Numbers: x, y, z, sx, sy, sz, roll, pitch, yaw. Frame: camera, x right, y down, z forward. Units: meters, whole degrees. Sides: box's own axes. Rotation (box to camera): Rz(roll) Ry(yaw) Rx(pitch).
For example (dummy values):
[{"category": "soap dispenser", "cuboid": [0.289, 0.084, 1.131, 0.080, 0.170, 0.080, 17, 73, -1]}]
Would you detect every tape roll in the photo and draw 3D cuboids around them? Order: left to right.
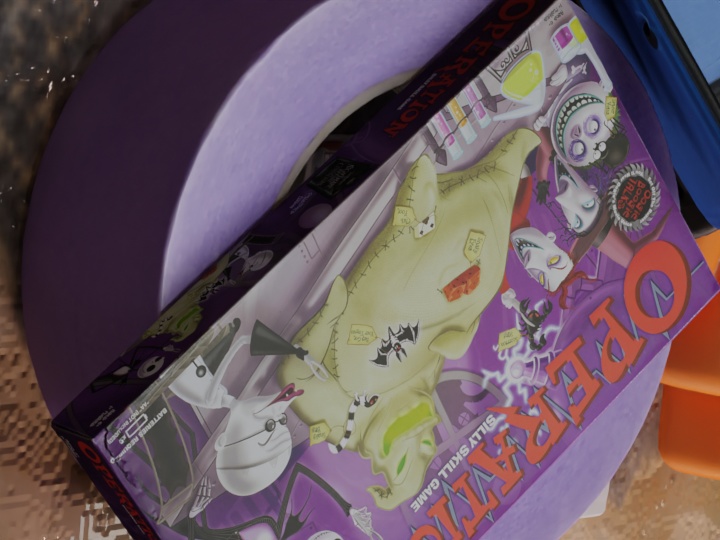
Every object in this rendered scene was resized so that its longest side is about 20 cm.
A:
[{"category": "tape roll", "cuboid": [0.000, 0.000, 0.869, 0.200, 0.085, 0.201, -7, 102, -35]}]

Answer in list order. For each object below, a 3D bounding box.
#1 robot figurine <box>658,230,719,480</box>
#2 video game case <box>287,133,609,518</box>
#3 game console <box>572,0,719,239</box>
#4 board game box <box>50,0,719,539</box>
[{"category": "robot figurine", "cuboid": [0.166, -0.017, 1.071, 0.143, 0.117, 0.201, 6, 93, -19]}, {"category": "video game case", "cuboid": [0.033, 0.025, 0.999, 0.200, 0.018, 0.144, 0, 98, -50]}, {"category": "game console", "cuboid": [0.111, -0.120, 0.921, 0.171, 0.118, 0.200, -32, 94, -32]}, {"category": "board game box", "cuboid": [0.014, 0.024, 0.816, 0.200, 0.032, 0.120, -44, 125, -21]}]
